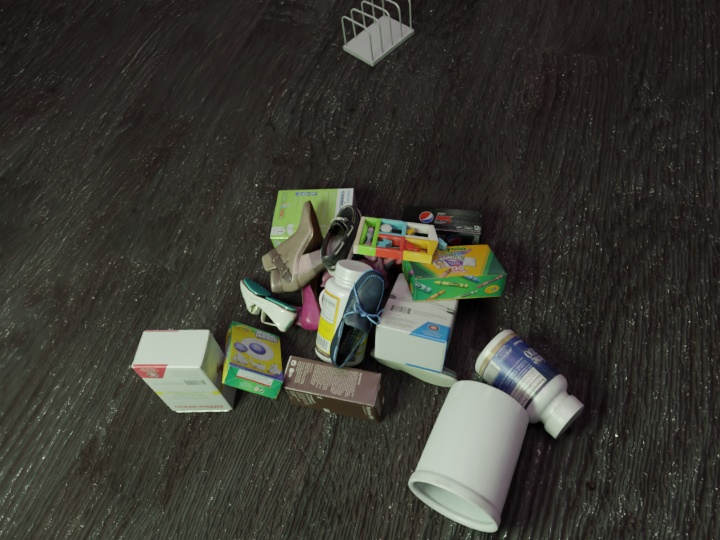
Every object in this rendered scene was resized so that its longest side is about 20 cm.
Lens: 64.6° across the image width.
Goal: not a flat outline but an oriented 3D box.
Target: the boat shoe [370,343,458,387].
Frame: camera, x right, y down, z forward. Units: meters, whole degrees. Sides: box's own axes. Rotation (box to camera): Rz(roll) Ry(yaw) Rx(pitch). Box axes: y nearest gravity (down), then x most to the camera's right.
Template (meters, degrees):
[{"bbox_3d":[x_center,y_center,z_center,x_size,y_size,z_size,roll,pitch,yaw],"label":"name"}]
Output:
[{"bbox_3d":[0.117,0.183,1.187,0.196,0.073,0.063,17,64,25],"label":"boat shoe"}]

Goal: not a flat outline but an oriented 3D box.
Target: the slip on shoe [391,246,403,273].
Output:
[{"bbox_3d":[0.123,-0.003,1.309,0.195,0.075,0.062,19,63,14],"label":"slip on shoe"}]

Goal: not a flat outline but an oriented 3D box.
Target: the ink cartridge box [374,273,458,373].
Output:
[{"bbox_3d":[0.123,0.102,1.187,0.142,0.086,0.201,11,33,14],"label":"ink cartridge box"}]

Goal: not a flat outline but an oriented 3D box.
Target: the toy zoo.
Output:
[{"bbox_3d":[0.089,-0.066,1.229,0.194,0.021,0.132,8,34,5],"label":"toy zoo"}]

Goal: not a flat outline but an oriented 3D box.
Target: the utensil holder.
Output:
[{"bbox_3d":[0.200,0.328,1.023,0.166,0.172,0.202,20,60,20],"label":"utensil holder"}]

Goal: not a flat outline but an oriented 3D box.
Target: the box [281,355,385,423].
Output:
[{"bbox_3d":[-0.052,0.242,1.158,0.194,0.101,0.076,7,59,14],"label":"box"}]

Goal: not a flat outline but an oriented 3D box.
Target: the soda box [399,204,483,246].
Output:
[{"bbox_3d":[0.193,-0.104,1.366,0.194,0.064,0.072,6,57,12],"label":"soda box"}]

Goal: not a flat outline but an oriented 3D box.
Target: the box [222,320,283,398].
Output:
[{"bbox_3d":[-0.222,0.175,1.182,0.115,0.049,0.201,21,17,-19],"label":"box"}]

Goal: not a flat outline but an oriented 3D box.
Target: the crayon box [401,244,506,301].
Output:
[{"bbox_3d":[0.194,0.003,1.210,0.194,0.060,0.120,-3,33,-8],"label":"crayon box"}]

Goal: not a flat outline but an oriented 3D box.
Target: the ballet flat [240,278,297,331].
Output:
[{"bbox_3d":[-0.223,0.081,1.306,0.198,0.070,0.070,27,64,39],"label":"ballet flat"}]

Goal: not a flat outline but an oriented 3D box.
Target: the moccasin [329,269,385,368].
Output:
[{"bbox_3d":[0.001,0.101,1.100,0.079,0.205,0.068,18,14,-10],"label":"moccasin"}]

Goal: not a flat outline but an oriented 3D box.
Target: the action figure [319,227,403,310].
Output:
[{"bbox_3d":[0.000,0.000,1.265,0.196,0.136,0.149,-22,15,25],"label":"action figure"}]

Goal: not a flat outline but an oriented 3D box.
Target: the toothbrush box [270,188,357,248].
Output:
[{"bbox_3d":[-0.111,-0.117,1.407,0.194,0.087,0.149,-2,58,9],"label":"toothbrush box"}]

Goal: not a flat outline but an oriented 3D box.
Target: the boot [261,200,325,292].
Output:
[{"bbox_3d":[-0.157,-0.050,1.301,0.143,0.070,0.204,-21,59,12],"label":"boot"}]

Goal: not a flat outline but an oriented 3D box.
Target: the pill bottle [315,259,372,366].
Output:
[{"bbox_3d":[-0.029,0.087,1.188,0.106,0.205,0.110,10,16,-3],"label":"pill bottle"}]

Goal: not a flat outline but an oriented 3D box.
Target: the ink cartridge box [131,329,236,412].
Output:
[{"bbox_3d":[-0.350,0.208,1.165,0.141,0.202,0.085,-2,53,7],"label":"ink cartridge box"}]

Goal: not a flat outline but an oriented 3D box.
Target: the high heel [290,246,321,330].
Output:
[{"bbox_3d":[-0.099,0.040,1.314,0.094,0.067,0.205,6,72,24],"label":"high heel"}]

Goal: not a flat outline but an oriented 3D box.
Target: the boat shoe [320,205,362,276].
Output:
[{"bbox_3d":[-0.046,-0.082,1.274,0.072,0.061,0.203,-8,46,29],"label":"boat shoe"}]

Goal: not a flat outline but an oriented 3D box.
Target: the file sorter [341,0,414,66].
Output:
[{"bbox_3d":[0.052,-0.771,1.785,0.138,0.126,0.200,37,69,28],"label":"file sorter"}]

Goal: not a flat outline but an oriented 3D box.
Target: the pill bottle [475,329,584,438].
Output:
[{"bbox_3d":[0.327,0.220,1.105,0.110,0.112,0.200,-37,59,-16],"label":"pill bottle"}]
